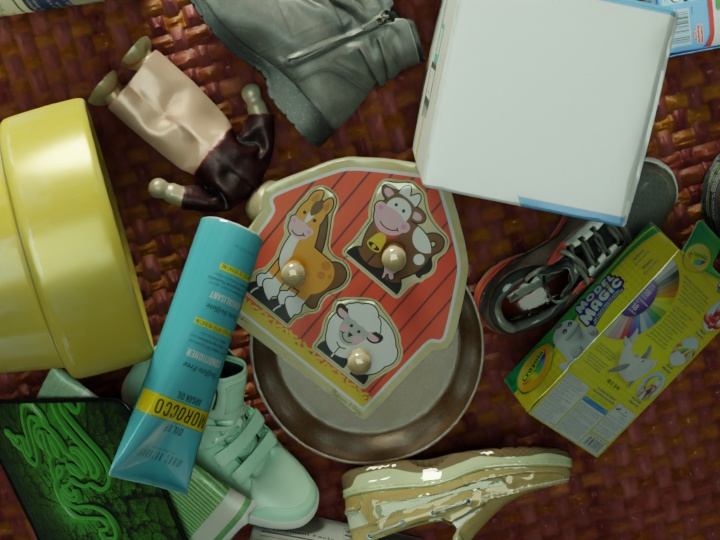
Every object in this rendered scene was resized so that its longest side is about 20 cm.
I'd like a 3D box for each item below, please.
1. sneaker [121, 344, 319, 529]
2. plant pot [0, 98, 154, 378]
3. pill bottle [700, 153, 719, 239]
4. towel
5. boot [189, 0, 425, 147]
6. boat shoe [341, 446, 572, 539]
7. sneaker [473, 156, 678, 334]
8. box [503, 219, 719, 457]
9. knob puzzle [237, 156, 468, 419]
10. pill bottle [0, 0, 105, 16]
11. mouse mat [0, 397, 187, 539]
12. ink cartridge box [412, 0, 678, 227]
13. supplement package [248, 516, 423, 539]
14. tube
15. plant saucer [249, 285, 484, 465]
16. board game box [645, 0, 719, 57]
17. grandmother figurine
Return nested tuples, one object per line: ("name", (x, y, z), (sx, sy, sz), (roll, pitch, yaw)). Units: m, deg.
("sneaker", (-0.102, 0.132, 0.909), (0.200, 0.074, 0.118), (39, 142, -5))
("plant pot", (-0.269, -0.006, 0.830), (0.186, 0.201, 0.204), (-16, 101, -9))
("pill bottle", (0.333, -0.043, 0.832), (0.104, 0.200, 0.108), (0, 101, 1))
("towel", (-0.195, 0.175, 0.933), (0.199, 0.023, 0.153), (36, 134, -4))
("boot", (-0.049, -0.211, 0.879), (0.131, 0.070, 0.200), (-41, 109, 6))
("boat shoe", (0.084, 0.196, 0.938), (0.196, 0.072, 0.078), (-10, 71, 9))
("sneaker", (0.181, -0.010, 0.900), (0.200, 0.082, 0.077), (-42, 98, 8))
("box", (0.221, 0.050, 0.899), (0.200, 0.049, 0.117), (-47, 131, 12))
("knob puzzle", (0.000, 0.000, 0.883), (0.215, 0.031, 0.224), (0, 107, 0))
("pill bottle", (-0.275, -0.252, 0.845), (0.196, 0.111, 0.113), (-8, 101, 2))
("mouse mat", (-0.226, 0.188, 0.927), (0.158, 0.008, 0.203), (-3, 119, 23))
("ink cartridge box", (0.123, -0.133, 0.818), (0.144, 0.200, 0.149), (11, 103, -1))
("supplement package", (-0.036, 0.330, 0.953), (0.153, 0.111, 0.204), (11, 102, -1))
("tube", (-0.128, 0.062, 0.834), (0.077, 0.050, 0.203), (26, 76, -41))
("plant saucer", (0.006, 0.063, 0.941), (0.196, 0.035, 0.204), (0, 102, 1))
("board game box", (0.322, -0.260, 0.874), (0.196, 0.037, 0.154), (-9, 101, 3))
("grandmother figurine", (-0.118, -0.099, 0.902), (0.121, 0.061, 0.200), (-45, 100, 7))
